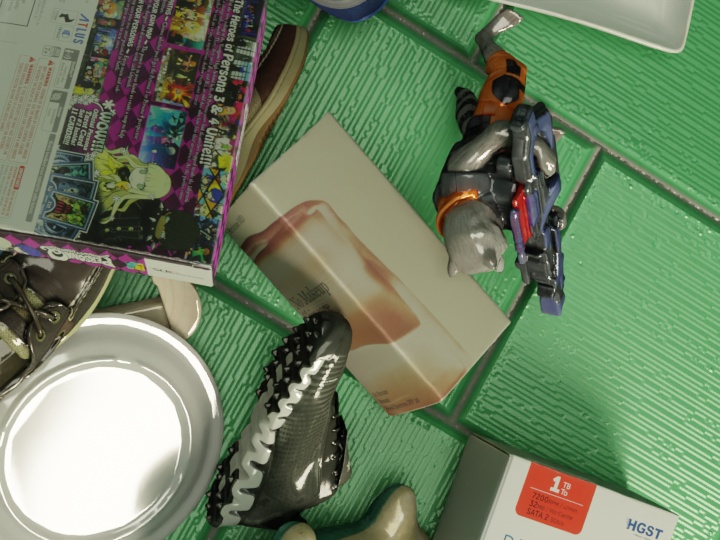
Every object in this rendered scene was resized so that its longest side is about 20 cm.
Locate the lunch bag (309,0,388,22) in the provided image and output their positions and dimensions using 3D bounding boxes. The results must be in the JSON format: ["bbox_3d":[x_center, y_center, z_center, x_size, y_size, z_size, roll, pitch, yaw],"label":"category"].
[{"bbox_3d":[0.003,-0.294,0.793,0.136,0.132,0.201,40,87,10],"label":"lunch bag"}]

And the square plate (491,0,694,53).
[{"bbox_3d":[0.181,-0.291,0.871,0.197,0.028,0.201,14,88,-7],"label":"square plate"}]

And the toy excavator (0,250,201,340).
[{"bbox_3d":[-0.241,0.021,0.794,0.194,0.100,0.200,-42,117,2],"label":"toy excavator"}]

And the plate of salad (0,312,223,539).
[{"bbox_3d":[-0.196,0.124,0.802,0.197,0.048,0.203,-9,109,-25],"label":"plate of salad"}]

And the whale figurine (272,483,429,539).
[{"bbox_3d":[-0.038,0.235,0.820,0.199,0.103,0.161,-39,130,-24],"label":"whale figurine"}]

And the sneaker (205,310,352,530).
[{"bbox_3d":[-0.038,0.117,0.807,0.089,0.067,0.202,20,117,-17],"label":"sneaker"}]

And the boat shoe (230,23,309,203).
[{"bbox_3d":[-0.097,-0.113,0.783,0.071,0.072,0.202,29,58,-8],"label":"boat shoe"}]

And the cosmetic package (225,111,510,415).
[{"bbox_3d":[0.000,0.000,0.805,0.087,0.103,0.200,-43,94,-24],"label":"cosmetic package"}]

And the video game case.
[{"bbox_3d":[-0.163,-0.101,0.713,0.178,0.036,0.203,9,66,-2],"label":"video game case"}]

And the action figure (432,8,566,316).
[{"bbox_3d":[0.100,-0.060,0.802,0.103,0.195,0.202,3,134,19],"label":"action figure"}]

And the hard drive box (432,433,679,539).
[{"bbox_3d":[0.127,0.247,0.833,0.154,0.077,0.203,20,88,-17],"label":"hard drive box"}]

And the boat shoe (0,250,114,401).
[{"bbox_3d":[-0.222,0.036,0.710,0.073,0.065,0.201,37,89,-14],"label":"boat shoe"}]
